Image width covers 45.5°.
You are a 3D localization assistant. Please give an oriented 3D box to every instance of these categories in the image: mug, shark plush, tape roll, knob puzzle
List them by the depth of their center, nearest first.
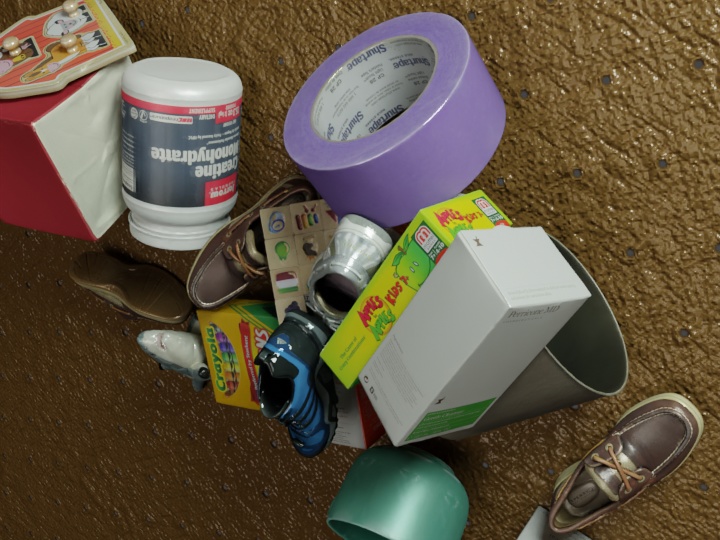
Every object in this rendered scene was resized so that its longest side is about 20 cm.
[{"bbox_3d":[0.030,-0.144,0.814,0.198,0.202,0.085,-3,142,35],"label":"tape roll"},{"bbox_3d":[0.037,0.272,1.018,0.183,0.115,0.153,15,152,26],"label":"mug"},{"bbox_3d":[-0.387,-0.270,1.027,0.218,0.220,0.031,17,143,28],"label":"knob puzzle"},{"bbox_3d":[-0.237,0.114,1.157,0.082,0.200,0.092,-8,77,-2],"label":"shark plush"}]

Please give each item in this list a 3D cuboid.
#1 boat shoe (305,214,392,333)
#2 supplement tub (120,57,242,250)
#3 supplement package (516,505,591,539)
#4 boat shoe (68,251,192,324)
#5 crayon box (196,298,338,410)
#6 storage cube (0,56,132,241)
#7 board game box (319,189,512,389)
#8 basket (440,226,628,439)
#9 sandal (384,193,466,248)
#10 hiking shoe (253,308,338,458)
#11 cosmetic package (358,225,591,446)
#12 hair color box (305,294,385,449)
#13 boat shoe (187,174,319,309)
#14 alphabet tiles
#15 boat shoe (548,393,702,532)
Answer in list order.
[{"bbox_3d":[-0.020,0.018,0.853,0.074,0.065,0.202,30,153,1],"label":"boat shoe"},{"bbox_3d":[-0.214,-0.141,1.026,0.139,0.140,0.202,20,119,26],"label":"supplement tub"},{"bbox_3d":[0.187,0.378,0.922,0.121,0.200,0.121,30,123,20],"label":"supplement package"},{"bbox_3d":[-0.322,0.036,1.229,0.198,0.073,0.072,17,149,16],"label":"boat shoe"},{"bbox_3d":[-0.127,0.104,1.050,0.198,0.051,0.128,2,109,38],"label":"crayon box"},{"bbox_3d":[-0.373,-0.164,1.080,0.178,0.171,0.201,10,136,30],"label":"storage cube"},{"bbox_3d":[0.049,0.020,0.810,0.048,0.101,0.201,48,128,18],"label":"board game box"},{"bbox_3d":[0.144,0.086,0.881,0.200,0.135,0.182,-42,69,42],"label":"basket"},{"bbox_3d":[0.061,-0.028,0.892,0.205,0.059,0.080,-19,91,38],"label":"sandal"},{"bbox_3d":[-0.077,0.135,0.919,0.074,0.087,0.202,22,135,31],"label":"hiking shoe"},{"bbox_3d":[0.093,0.059,0.756,0.085,0.107,0.201,60,137,29],"label":"cosmetic package"},{"bbox_3d":[-0.032,0.110,1.052,0.101,0.061,0.202,3,111,35],"label":"hair color box"},{"bbox_3d":[-0.125,-0.028,0.989,0.200,0.072,0.072,-41,104,5],"label":"boat shoe"},{"bbox_3d":[0.000,0.000,0.945,0.197,0.008,0.169,-9,100,0],"label":"alphabet tiles"},{"bbox_3d":[0.258,0.202,0.862,0.072,0.072,0.200,48,127,9],"label":"boat shoe"}]
